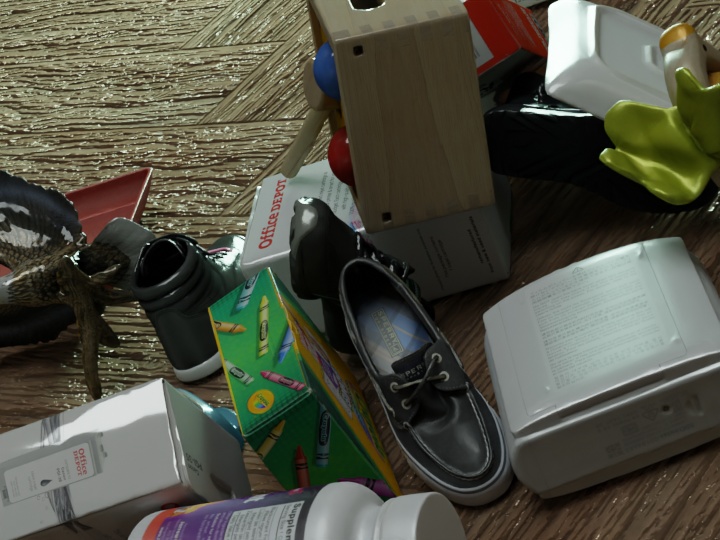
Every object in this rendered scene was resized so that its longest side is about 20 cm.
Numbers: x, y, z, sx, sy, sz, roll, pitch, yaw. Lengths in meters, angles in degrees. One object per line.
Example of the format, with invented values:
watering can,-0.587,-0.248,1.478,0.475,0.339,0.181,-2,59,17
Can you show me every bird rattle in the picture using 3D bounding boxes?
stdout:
bird rattle,0.264,-0.088,1.430,0.113,0.200,0.164,-35,41,33

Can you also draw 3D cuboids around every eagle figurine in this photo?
eagle figurine,-0.279,0.005,1.744,0.200,0.151,0.152,18,83,51

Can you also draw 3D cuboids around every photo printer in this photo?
photo printer,0.167,0.056,1.391,0.166,0.070,0.200,-22,26,6

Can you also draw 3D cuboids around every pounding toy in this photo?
pounding toy,0.006,-0.131,1.581,0.142,0.185,0.200,-13,28,-5

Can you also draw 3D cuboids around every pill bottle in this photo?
pill bottle,-0.038,0.191,1.274,0.199,0.112,0.112,-11,30,24

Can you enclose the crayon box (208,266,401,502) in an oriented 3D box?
crayon box,-0.040,0.094,1.434,0.058,0.119,0.200,-34,26,5

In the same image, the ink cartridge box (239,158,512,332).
ink cartridge box,0.016,-0.034,1.665,0.199,0.084,0.145,-16,28,15

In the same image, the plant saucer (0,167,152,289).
plant saucer,-0.294,-0.009,1.935,0.199,0.037,0.200,-16,28,16

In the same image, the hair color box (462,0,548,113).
hair color box,0.096,-0.175,1.754,0.111,0.064,0.200,-33,-6,15

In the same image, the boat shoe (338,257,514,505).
boat shoe,0.039,0.069,1.398,0.070,0.066,0.200,-28,55,2

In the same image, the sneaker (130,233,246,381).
sneaker,-0.133,-0.002,1.717,0.070,0.099,0.200,-17,26,18

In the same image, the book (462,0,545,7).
book,0.161,-0.304,2.077,0.199,0.048,0.134,-16,30,19

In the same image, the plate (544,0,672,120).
plate,0.237,-0.142,1.575,0.200,0.199,0.032,-77,12,-64

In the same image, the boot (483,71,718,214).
boot,0.200,-0.113,1.653,0.199,0.077,0.168,10,21,15

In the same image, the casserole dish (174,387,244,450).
casserole dish,-0.180,0.150,1.549,0.200,0.039,0.121,-34,29,-19

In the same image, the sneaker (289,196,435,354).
sneaker,0.000,0.000,1.519,0.079,0.200,0.076,-2,67,15

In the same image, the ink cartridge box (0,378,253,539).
ink cartridge box,-0.186,0.160,1.401,0.199,0.147,0.083,-19,63,11
